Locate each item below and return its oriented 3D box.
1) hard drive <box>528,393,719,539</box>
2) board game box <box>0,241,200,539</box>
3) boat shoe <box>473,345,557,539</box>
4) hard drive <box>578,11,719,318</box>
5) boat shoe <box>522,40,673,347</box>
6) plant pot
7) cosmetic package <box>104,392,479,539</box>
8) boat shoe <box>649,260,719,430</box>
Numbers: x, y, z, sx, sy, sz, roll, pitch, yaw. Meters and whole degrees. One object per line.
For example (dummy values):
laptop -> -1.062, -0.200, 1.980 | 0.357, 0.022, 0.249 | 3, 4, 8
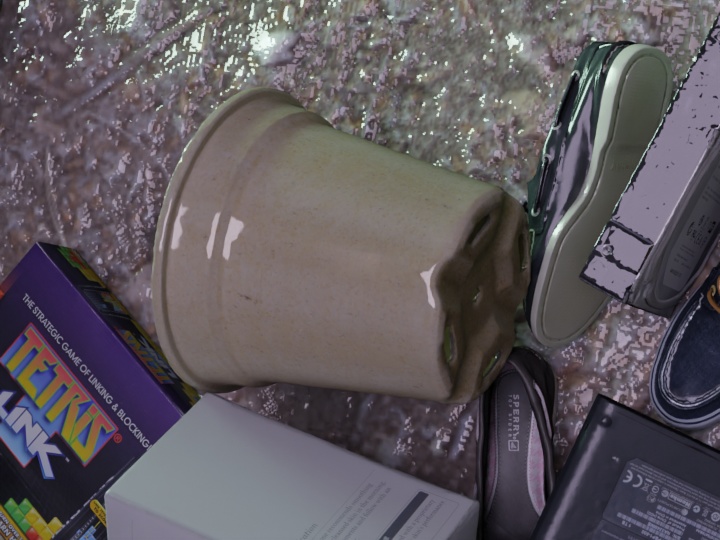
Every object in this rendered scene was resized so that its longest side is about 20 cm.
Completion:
hard drive -> 0.168, 0.197, 1.102 | 0.139, 0.033, 0.201 | 25, 94, 0
board game box -> -0.213, 0.108, 1.280 | 0.200, 0.057, 0.166 | 46, 103, 20
boat shoe -> 0.098, 0.149, 1.146 | 0.066, 0.057, 0.202 | -4, 83, 22
hard drive -> 0.209, -0.069, 1.080 | 0.038, 0.140, 0.201 | 29, 95, 21
boat shoe -> 0.138, -0.053, 1.148 | 0.066, 0.074, 0.201 | 29, 112, 48
plant pot -> 0.000, 0.000, 1.116 | 0.182, 0.200, 0.203 | 14, 90, 28
cosmetic package -> -0.045, 0.216, 1.116 | 0.199, 0.123, 0.201 | 20, 128, 24
boat shoe -> 0.239, 0.011, 1.085 | 0.071, 0.091, 0.201 | 41, 100, 21
